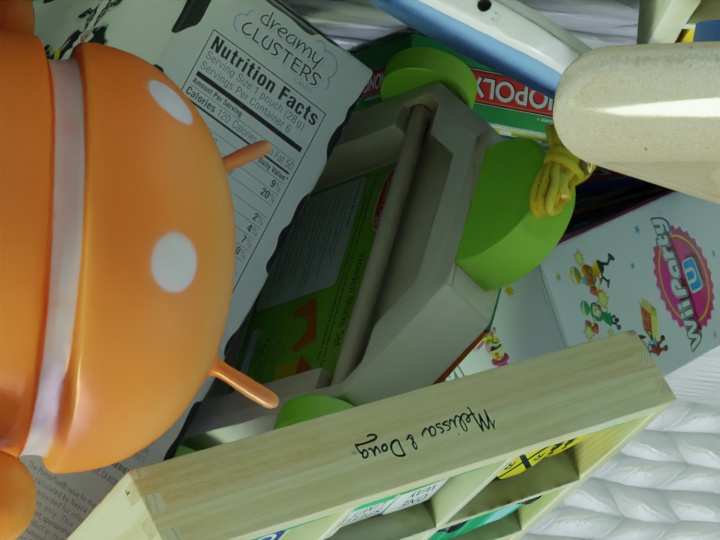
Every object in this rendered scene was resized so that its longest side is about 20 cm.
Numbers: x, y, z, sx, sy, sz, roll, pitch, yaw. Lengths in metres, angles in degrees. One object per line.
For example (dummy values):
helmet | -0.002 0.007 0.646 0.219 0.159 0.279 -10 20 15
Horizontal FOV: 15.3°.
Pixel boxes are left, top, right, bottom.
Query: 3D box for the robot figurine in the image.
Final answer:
robot figurine | -0.119 -0.008 0.691 0.198 0.117 0.144 5 -162 -13

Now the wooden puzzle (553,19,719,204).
wooden puzzle | 0.169 -0.030 0.630 0.184 0.047 0.200 1 169 34

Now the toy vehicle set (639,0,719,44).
toy vehicle set | 0.138 -0.073 0.648 0.123 0.027 0.200 5 175 1

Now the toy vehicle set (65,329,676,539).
toy vehicle set | -0.012 0.078 0.792 0.199 0.027 0.124 -14 156 -41

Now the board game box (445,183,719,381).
board game box | 0.069 0.013 1.025 0.147 0.065 0.200 -15 -174 37

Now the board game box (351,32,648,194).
board game box | 0.041 -0.055 1.032 0.134 0.029 0.200 10 174 -20

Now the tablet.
tablet | 0.033 -0.070 0.761 0.130 0.014 0.200 29 -176 22

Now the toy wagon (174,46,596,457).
toy wagon | 0.000 0.000 0.862 0.199 0.156 0.040 -17 133 39

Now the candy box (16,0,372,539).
candy box | -0.104 0.004 0.884 0.071 0.201 0.167 35 161 -26
